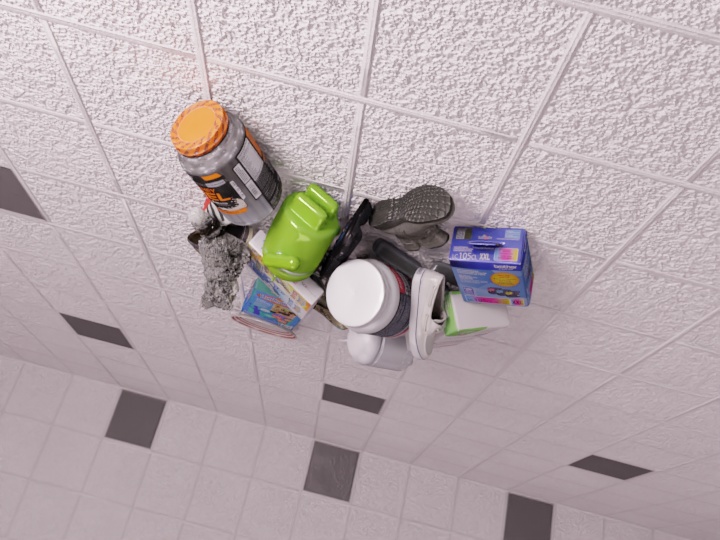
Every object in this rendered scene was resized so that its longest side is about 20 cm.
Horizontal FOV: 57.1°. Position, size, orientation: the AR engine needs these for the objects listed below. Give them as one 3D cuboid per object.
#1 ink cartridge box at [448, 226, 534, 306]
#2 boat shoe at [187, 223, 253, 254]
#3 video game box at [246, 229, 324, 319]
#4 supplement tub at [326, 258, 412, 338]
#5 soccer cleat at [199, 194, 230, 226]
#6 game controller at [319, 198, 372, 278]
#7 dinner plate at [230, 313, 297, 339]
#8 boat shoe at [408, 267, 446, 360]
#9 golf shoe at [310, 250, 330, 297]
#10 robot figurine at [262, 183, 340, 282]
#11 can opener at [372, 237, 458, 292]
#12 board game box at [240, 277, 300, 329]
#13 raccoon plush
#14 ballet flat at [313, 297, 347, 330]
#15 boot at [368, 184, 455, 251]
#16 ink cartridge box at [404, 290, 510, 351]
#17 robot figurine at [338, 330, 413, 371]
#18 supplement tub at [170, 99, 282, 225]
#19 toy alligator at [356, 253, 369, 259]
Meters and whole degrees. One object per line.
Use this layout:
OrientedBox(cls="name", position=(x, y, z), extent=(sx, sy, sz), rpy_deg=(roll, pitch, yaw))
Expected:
OrientedBox(cls="ink cartridge box", position=(0.242, -0.014, 1.225), extent=(0.133, 0.078, 0.201), rpy_deg=(3, 151, 22))
OrientedBox(cls="boat shoe", position=(-0.305, -0.067, 1.419), extent=(0.197, 0.074, 0.064), rpy_deg=(-4, 154, 46))
OrientedBox(cls="video game box", position=(-0.166, 0.015, 1.417), extent=(0.182, 0.047, 0.200), rpy_deg=(42, 163, 1))
OrientedBox(cls="supplement tub", position=(0.029, 0.056, 1.307), extent=(0.137, 0.144, 0.199), rpy_deg=(2, 172, 25))
OrientedBox(cls="soccer cleat", position=(-0.277, -0.114, 1.310), extent=(0.084, 0.070, 0.200), rpy_deg=(31, 147, -9))
OrientedBox(cls="game controller", position=(-0.030, -0.058, 1.246), extent=(0.041, 0.106, 0.200), rpy_deg=(22, 154, -10))
OrientedBox(cls="dinner plate", position=(-0.270, 0.153, 1.866), extent=(0.195, 0.025, 0.201), rpy_deg=(14, 165, 4))
OrientedBox(cls="boat shoe", position=(0.140, 0.093, 1.312), extent=(0.064, 0.072, 0.205), rpy_deg=(15, 116, 30))
OrientedBox(cls="golf shoe", position=(-0.085, -0.025, 1.402), extent=(0.092, 0.079, 0.201), rpy_deg=(-17, 144, 10))
OrientedBox(cls="robot figurine", position=(-0.114, -0.062, 1.232), extent=(0.115, 0.176, 0.201), rpy_deg=(38, 130, 4))
OrientedBox(cls="can opener", position=(0.114, -0.012, 1.334), extent=(0.197, 0.067, 0.053), rpy_deg=(27, -169, -20))
OrientedBox(cls="board game box", position=(-0.214, 0.083, 1.698), extent=(0.149, 0.046, 0.200), rpy_deg=(22, 154, -13))
OrientedBox(cls="raccoon plush", position=(-0.301, -0.011, 1.295), extent=(0.095, 0.137, 0.200), rpy_deg=(-4, 148, 36))
OrientedBox(cls="ballet flat", position=(-0.095, 0.064, 1.555), extent=(0.197, 0.068, 0.077), rpy_deg=(30, 129, 23))
OrientedBox(cls="boot", position=(0.119, -0.086, 1.174), extent=(0.129, 0.069, 0.198), rpy_deg=(28, 159, -36))
OrientedBox(cls="ink cartridge box", position=(0.200, 0.107, 1.418), extent=(0.142, 0.086, 0.199), rpy_deg=(-3, 164, -29))
OrientedBox(cls="robot figurine", position=(0.051, 0.167, 1.525), extent=(0.196, 0.115, 0.170), rpy_deg=(14, 136, -30))
OrientedBox(cls="supplement tub", position=(-0.220, -0.176, 1.093), extent=(0.120, 0.125, 0.201), rpy_deg=(2, 152, 24))
OrientedBox(cls="toy alligator", position=(0.000, 0.000, 1.412), extent=(0.054, 0.059, 0.201), rpy_deg=(49, 165, 24))
